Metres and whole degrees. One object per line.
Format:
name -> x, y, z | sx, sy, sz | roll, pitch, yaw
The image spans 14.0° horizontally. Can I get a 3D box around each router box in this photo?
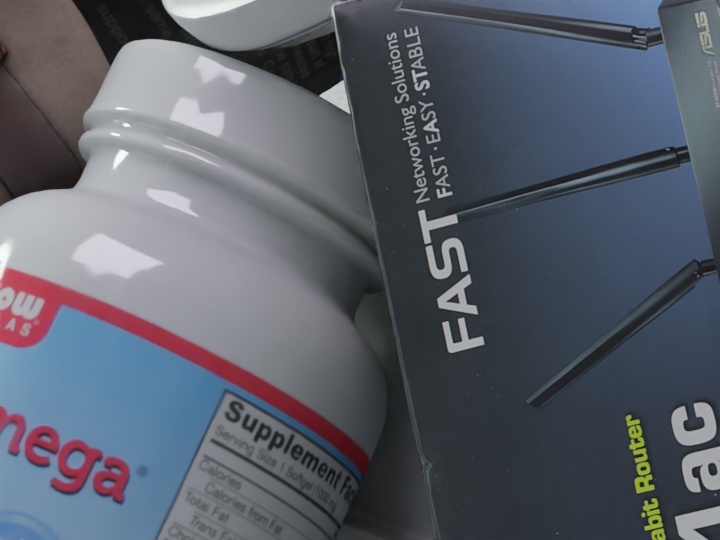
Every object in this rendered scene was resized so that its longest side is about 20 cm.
router box -> 0.087, 0.023, 0.605 | 0.149, 0.201, 0.062 | -14, -16, 10

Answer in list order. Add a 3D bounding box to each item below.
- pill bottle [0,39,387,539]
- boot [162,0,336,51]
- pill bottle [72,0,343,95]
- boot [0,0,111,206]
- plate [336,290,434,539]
pill bottle -> -0.061, 0.053, 0.679 | 0.109, 0.109, 0.201 | 12, 73, 46
boot -> 0.057, -0.089, 0.661 | 0.200, 0.096, 0.074 | -30, 39, 24
pill bottle -> -0.050, -0.096, 0.898 | 0.200, 0.114, 0.114 | -34, 29, -10
boot -> -0.125, -0.012, 0.727 | 0.146, 0.201, 0.070 | -21, -2, -18
plate -> 0.052, 0.005, 0.704 | 0.199, 0.032, 0.201 | 14, 79, 48
